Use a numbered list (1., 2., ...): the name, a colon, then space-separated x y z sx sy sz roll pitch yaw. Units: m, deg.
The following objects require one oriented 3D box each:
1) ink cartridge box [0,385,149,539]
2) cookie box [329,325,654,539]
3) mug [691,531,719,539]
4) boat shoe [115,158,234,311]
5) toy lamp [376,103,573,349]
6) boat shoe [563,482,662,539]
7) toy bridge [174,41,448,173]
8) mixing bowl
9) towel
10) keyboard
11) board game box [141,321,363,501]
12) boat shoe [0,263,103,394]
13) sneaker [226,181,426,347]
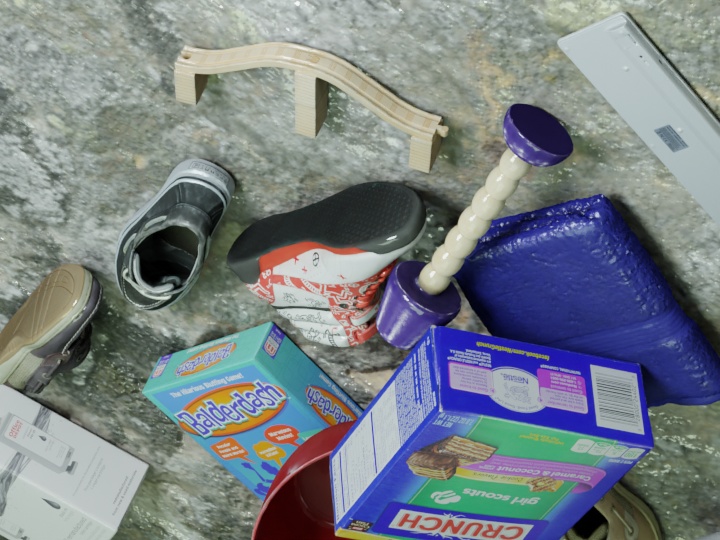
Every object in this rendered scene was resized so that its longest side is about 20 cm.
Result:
1. ink cartridge box: -0.327 0.198 1.841 0.200 0.083 0.147 30 144 -8
2. cookie box: 0.091 0.134 1.386 0.171 0.075 0.200 11 143 -19
3. mug: 0.346 0.252 1.494 0.153 0.186 0.150 -38 79 42
4. boat shoe: -0.158 -0.013 1.481 0.072 0.071 0.200 27 145 -4
5. toy lamp: 0.073 -0.024 1.291 0.058 0.058 0.200 31 123 -8
6. boat shoe: 0.189 0.204 1.556 0.071 0.065 0.200 -6 134 35
7. toy bridge: -0.034 -0.123 1.306 0.199 0.027 0.067 16 143 12
8. mixing bowl: 0.004 0.198 1.555 0.199 0.108 0.201 -3 118 -6
9. towel: 0.165 0.030 1.370 0.147 0.050 0.200 -16 128 34
10. keyboard: 0.208 -0.089 1.223 0.200 0.011 0.056 44 145 -24
11. board game box: -0.070 0.137 1.643 0.152 0.045 0.200 -19 125 44
12. boat shoe: -0.264 0.055 1.640 0.065 0.072 0.200 25 143 -22
13. sneaker: 0.000 -0.001 1.410 0.201 0.067 0.108 -12 131 45
